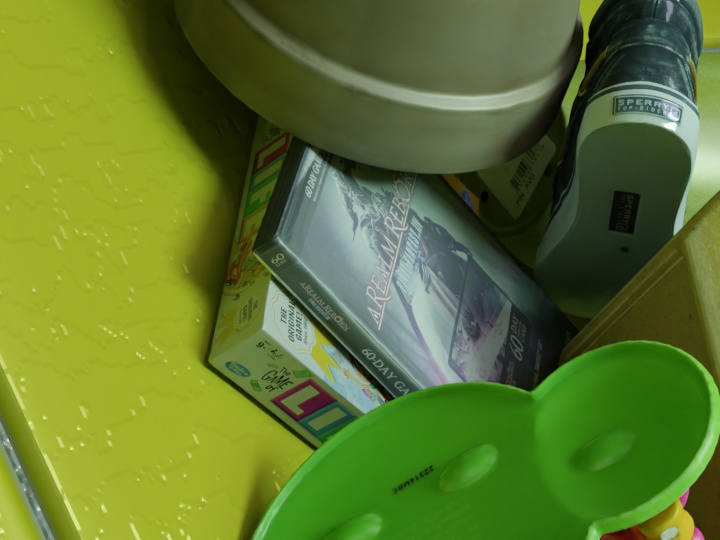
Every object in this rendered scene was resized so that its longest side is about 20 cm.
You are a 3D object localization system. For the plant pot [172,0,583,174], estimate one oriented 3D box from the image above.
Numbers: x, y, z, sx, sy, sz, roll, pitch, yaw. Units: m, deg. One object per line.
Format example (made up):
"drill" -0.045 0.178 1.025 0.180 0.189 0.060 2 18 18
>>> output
"plant pot" 0.029 -0.175 0.680 0.198 0.174 0.201 12 43 -12

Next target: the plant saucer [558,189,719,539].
"plant saucer" 0.146 0.076 0.668 0.048 0.200 0.202 0 64 -17

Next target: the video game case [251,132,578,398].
"video game case" 0.035 0.013 0.710 0.200 0.019 0.143 47 33 -23

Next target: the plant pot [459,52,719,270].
"plant pot" 0.163 -0.051 0.887 0.199 0.187 0.189 9 55 -35

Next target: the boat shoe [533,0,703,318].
"boat shoe" 0.133 -0.054 0.751 0.201 0.070 0.092 94 9 -62

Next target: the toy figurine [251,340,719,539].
"toy figurine" 0.081 0.146 0.598 0.184 0.199 0.151 54 8 -35

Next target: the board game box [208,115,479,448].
"board game box" 0.000 0.000 0.720 0.134 0.034 0.201 41 36 -29
